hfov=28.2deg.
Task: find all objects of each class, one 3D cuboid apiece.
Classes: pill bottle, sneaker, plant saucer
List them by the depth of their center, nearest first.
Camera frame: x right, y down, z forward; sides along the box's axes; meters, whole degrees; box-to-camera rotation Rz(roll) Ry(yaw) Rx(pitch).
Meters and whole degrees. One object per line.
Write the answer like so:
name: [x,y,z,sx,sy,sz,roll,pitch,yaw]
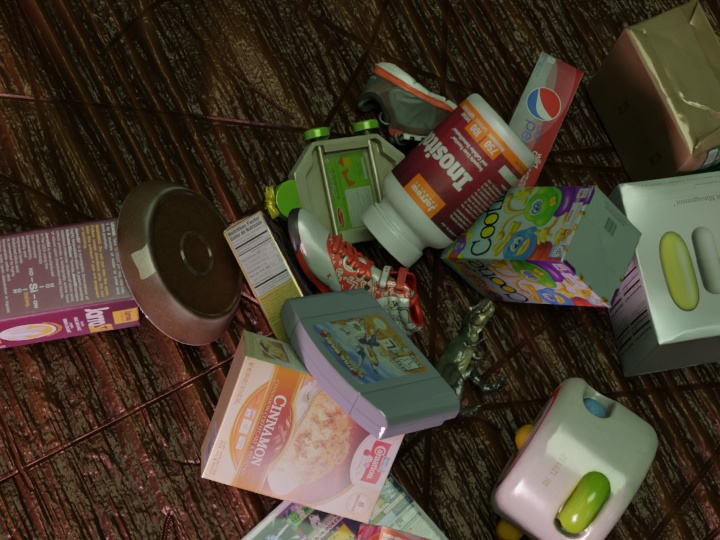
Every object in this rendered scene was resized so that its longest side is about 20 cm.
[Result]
plant saucer: [-0.199,-0.015,1.659,0.034,0.199,0.203,-20,71,32]
sneaker: [0.000,0.000,1.671,0.107,0.067,0.203,-18,114,21]
pill bottle: [0.100,-0.101,1.683,0.200,0.113,0.113,-44,81,7]
sneaker: [0.078,-0.178,1.790,0.199,0.077,0.082,36,84,26]

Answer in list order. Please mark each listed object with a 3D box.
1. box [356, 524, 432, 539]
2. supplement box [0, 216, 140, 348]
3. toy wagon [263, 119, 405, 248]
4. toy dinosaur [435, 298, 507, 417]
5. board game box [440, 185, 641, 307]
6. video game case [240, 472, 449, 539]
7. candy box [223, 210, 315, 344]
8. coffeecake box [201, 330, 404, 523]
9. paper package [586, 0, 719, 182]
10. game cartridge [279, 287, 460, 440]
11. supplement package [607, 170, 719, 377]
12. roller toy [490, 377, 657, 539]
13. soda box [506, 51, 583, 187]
box: [0.090,0.354,1.590,0.198,0.103,0.096,18,78,-10]
supplement box: [-0.358,0.017,1.649,0.197,0.131,0.105,-10,75,-9]
toy wagon: [-0.031,-0.096,1.740,0.198,0.039,0.157,-11,88,-25]
toy dinosaur: [0.118,0.131,1.714,0.088,0.048,0.201,32,72,19]
board game box: [0.210,-0.029,1.683,0.105,0.199,0.104,39,68,-33]
video game case: [-0.017,0.324,1.649,0.200,0.023,0.182,-40,81,-15]
candy box: [-0.083,0.038,1.677,0.056,0.117,0.202,-28,77,5]
coffeecake box: [-0.059,0.174,1.583,0.198,0.073,0.155,17,108,-13]
paper package: [0.382,-0.201,1.768,0.102,0.200,0.192,-22,77,-12]
game cartridge: [0.004,0.096,1.551,0.132,0.042,0.200,-4,43,-45]
supplement package: [0.402,0.002,1.734,0.189,0.147,0.203,-9,73,-9]
roller toy: [0.236,0.223,1.627,0.139,0.200,0.183,33,61,6]
soda box: [0.212,-0.170,1.806,0.063,0.070,0.202,25,71,0]
